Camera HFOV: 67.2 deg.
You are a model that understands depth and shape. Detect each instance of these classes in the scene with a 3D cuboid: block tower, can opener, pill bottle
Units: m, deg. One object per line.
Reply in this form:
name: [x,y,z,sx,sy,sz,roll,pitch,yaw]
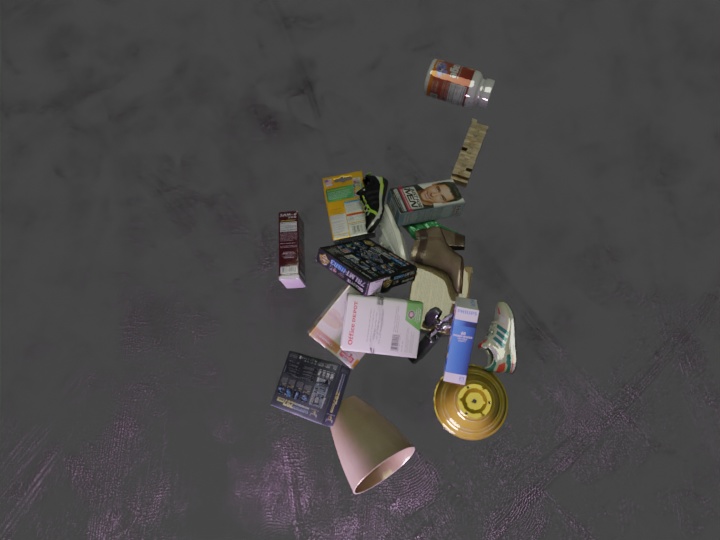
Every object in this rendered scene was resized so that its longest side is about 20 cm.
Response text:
block tower: [0.328,-0.353,1.632,0.058,0.054,0.200,19,78,8]
can opener: [0.182,0.171,1.442,0.066,0.200,0.053,44,42,21]
pill bottle: [0.302,-0.567,1.660,0.200,0.112,0.112,19,77,8]

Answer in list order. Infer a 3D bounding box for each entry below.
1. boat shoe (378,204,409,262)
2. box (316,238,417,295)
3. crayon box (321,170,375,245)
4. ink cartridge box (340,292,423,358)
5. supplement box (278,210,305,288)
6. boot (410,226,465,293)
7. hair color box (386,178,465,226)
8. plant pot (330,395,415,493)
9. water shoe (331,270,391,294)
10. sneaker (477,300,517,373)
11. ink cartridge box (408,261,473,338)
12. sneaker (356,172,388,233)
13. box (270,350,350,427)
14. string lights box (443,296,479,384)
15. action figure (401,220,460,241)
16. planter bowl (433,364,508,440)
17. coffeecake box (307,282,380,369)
boat shoe: [0.085,-0.097,1.575,0.068,0.072,0.200,-22,76,11]
box: [0.018,-0.016,1.471,0.200,0.198,0.050,33,121,34]
crayon box: [-0.035,-0.186,1.613,0.126,0.052,0.200,-11,76,0]
ink cartridge box: [0.052,0.140,1.412,0.200,0.084,0.146,8,91,-5]
supplement box: [-0.197,-0.059,1.560,0.061,0.109,0.200,-3,74,3]
boot: [0.209,-0.031,1.478,0.146,0.070,0.200,3,59,9]
hair color box: [0.187,-0.197,1.560,0.200,0.061,0.099,-11,57,-15]
plant pot: [0.006,0.431,1.396,0.187,0.187,0.200,-36,61,-6]
water shoe: [0.000,0.000,1.547,0.200,0.079,0.072,22,78,9]
sneaker: [0.369,0.181,1.479,0.093,0.070,0.200,0,78,-2]
ink cartridge box: [0.216,0.080,1.514,0.165,0.075,0.200,10,76,5]
sneaker: [0.022,-0.195,1.552,0.083,0.072,0.200,18,55,-13]
box: [-0.134,0.310,1.440,0.200,0.051,0.158,6,71,40]
string lights box: [0.259,0.179,1.399,0.059,0.103,0.200,9,103,7]
action figure: [0.176,-0.125,1.582,0.200,0.055,0.118,42,83,16]
planter bowl: [0.297,0.346,1.435,0.200,0.083,0.201,-1,75,3]
coffeecake box: [-0.022,0.140,1.483,0.153,0.073,0.200,40,87,-8]
